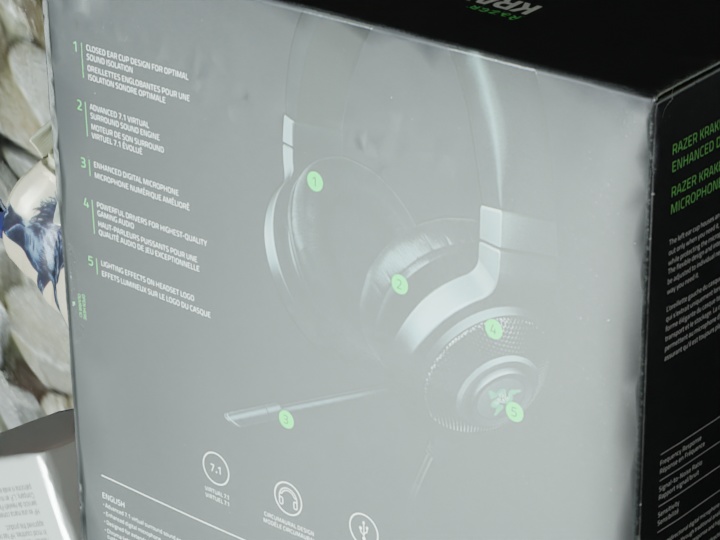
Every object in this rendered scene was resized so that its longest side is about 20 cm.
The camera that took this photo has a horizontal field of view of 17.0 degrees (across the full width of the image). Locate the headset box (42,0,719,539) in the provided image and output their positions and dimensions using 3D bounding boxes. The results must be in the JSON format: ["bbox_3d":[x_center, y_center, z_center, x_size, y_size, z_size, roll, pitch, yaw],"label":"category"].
[{"bbox_3d":[0.019,0.008,0.572,0.174,0.093,0.201,17,121,36],"label":"headset box"}]

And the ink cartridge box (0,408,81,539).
[{"bbox_3d":[-0.090,0.156,0.929,0.146,0.084,0.201,-12,97,56],"label":"ink cartridge box"}]

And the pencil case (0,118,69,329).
[{"bbox_3d":[-0.072,0.026,0.982,0.200,0.078,0.089,50,180,29],"label":"pencil case"}]
